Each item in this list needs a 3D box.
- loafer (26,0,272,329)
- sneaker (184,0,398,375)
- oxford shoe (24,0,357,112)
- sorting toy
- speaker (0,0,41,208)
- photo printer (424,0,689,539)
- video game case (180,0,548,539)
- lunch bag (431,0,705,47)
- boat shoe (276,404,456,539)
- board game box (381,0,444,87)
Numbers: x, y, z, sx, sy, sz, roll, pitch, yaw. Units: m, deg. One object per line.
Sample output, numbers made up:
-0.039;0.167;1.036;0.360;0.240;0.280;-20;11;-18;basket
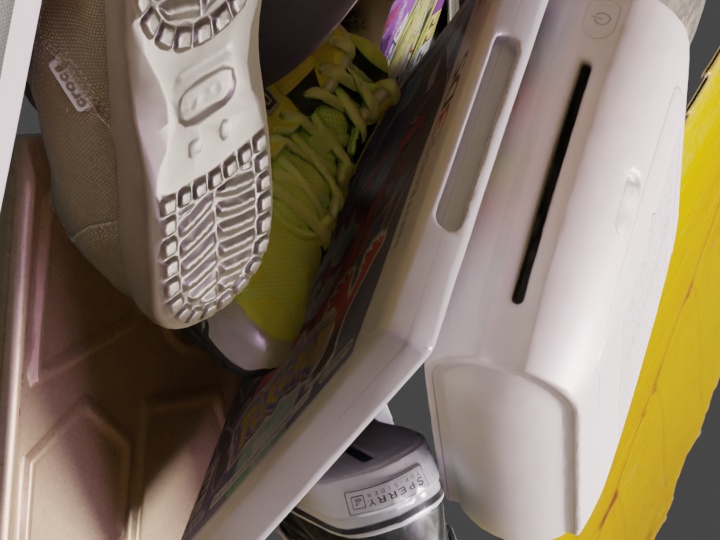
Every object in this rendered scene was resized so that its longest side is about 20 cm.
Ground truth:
-0.068;-0.079;0.855;0.076;0.067;0.201;-30;130;-48;loafer
-0.031;-0.050;1.044;0.076;0.075;0.201;-30;-144;29;sneaker
-0.029;-0.114;1.009;0.199;0.071;0.071;-34;-162;7;oxford shoe
-0.090;0.040;1.097;0.200;0.036;0.187;-10;106;-64;sorting toy
-0.123;-0.088;0.799;0.081;0.081;0.201;-44;156;-53;speaker
0.074;-0.003;1.107;0.200;0.069;0.167;79;28;-68;photo printer
0.000;0.000;1.064;0.200;0.023;0.183;-51;-165;52;video game case
0.106;-0.147;1.420;0.164;0.117;0.201;-34;142;-64;lunch bag
-0.009;0.096;1.202;0.200;0.072;0.071;-146;-141;-78;boat shoe
0.000;-0.084;1.278;0.200;0.032;0.121;-56;170;-62;board game box
